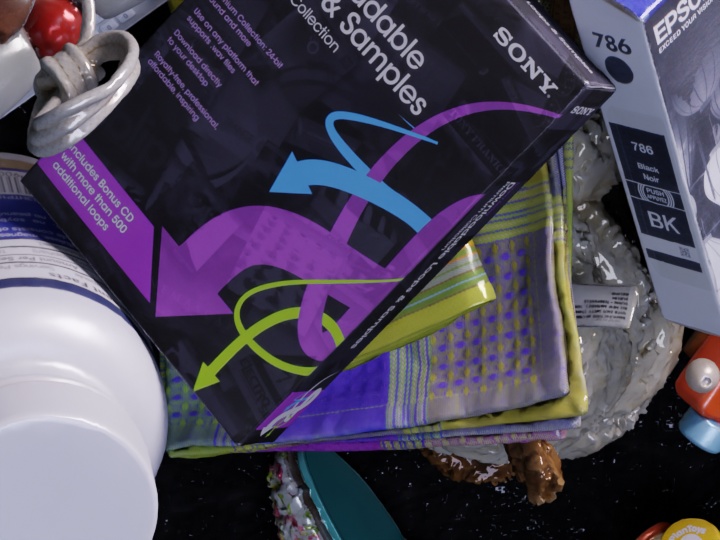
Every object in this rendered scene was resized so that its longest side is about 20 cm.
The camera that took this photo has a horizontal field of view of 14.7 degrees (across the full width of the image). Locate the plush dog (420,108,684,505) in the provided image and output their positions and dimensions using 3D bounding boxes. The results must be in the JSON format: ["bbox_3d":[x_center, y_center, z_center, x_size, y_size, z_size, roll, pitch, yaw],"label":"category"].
[{"bbox_3d":[0.078,0.031,1.201,0.200,0.161,0.172,-40,156,19],"label":"plush dog"}]

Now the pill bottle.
[{"bbox_3d":[-0.140,0.046,1.114,0.119,0.200,0.120,-6,119,-11],"label":"pill bottle"}]

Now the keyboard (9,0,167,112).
[{"bbox_3d":[-0.167,-0.079,1.126,0.199,0.011,0.056,-33,122,19],"label":"keyboard"}]

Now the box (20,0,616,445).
[{"bbox_3d":[-0.020,-0.052,1.069,0.200,0.036,0.143,-46,74,16],"label":"box"}]

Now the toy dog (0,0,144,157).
[{"bbox_3d":[-0.102,-0.137,1.020,0.200,0.132,0.096,-48,116,-24],"label":"toy dog"}]

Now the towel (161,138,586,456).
[{"bbox_3d":[0.000,0.000,1.127,0.199,0.023,0.145,-5,82,29],"label":"towel"}]

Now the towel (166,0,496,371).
[{"bbox_3d":[-0.018,-0.064,1.096,0.086,0.018,0.201,-23,83,22],"label":"towel"}]

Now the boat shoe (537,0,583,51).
[{"bbox_3d":[0.076,-0.121,1.124,0.199,0.074,0.076,-8,116,-12],"label":"boat shoe"}]

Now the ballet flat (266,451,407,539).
[{"bbox_3d":[0.009,0.158,1.290,0.064,0.076,0.200,-31,118,22],"label":"ballet flat"}]

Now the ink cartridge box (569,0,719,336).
[{"bbox_3d":[0.134,-0.080,1.077,0.099,0.039,0.201,-45,132,-28],"label":"ink cartridge box"}]

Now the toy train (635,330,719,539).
[{"bbox_3d":[0.152,0.098,1.285,0.150,0.056,0.201,11,115,-46],"label":"toy train"}]
